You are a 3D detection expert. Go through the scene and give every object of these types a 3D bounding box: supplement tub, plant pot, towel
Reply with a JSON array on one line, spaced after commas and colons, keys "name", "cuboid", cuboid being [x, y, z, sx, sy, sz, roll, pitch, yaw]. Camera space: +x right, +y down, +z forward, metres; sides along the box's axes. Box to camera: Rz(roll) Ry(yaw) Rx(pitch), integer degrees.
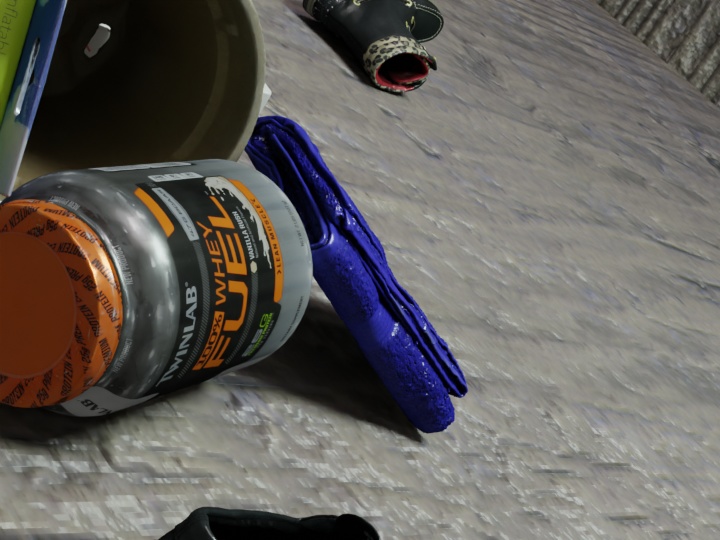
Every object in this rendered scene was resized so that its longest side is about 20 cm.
[{"name": "supplement tub", "cuboid": [-0.118, 0.006, 0.782, 0.122, 0.123, 0.200, 41, 21, 15]}, {"name": "plant pot", "cuboid": [-0.185, -0.145, 0.952, 0.199, 0.202, 0.183, 21, 13, -33]}, {"name": "towel", "cuboid": [0.000, 0.000, 0.962, 0.200, 0.049, 0.148, 58, 2, -42]}]

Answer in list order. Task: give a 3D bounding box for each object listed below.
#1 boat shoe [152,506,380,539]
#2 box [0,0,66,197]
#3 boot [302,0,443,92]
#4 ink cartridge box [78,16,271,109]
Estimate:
[{"name": "boat shoe", "cuboid": [-0.018, 0.146, 0.712, 0.198, 0.066, 0.075, 20, 25, -36]}, {"name": "box", "cuboid": [-0.221, -0.110, 0.768, 0.047, 0.123, 0.199, 16, 0, -36]}, {"name": "boot", "cuboid": [0.045, -0.259, 1.695, 0.203, 0.074, 0.154, 4, 39, -44]}, {"name": "ink cartridge box", "cuboid": [-0.179, -0.169, 1.149, 0.199, 0.068, 0.117, 17, 27, -42]}]
